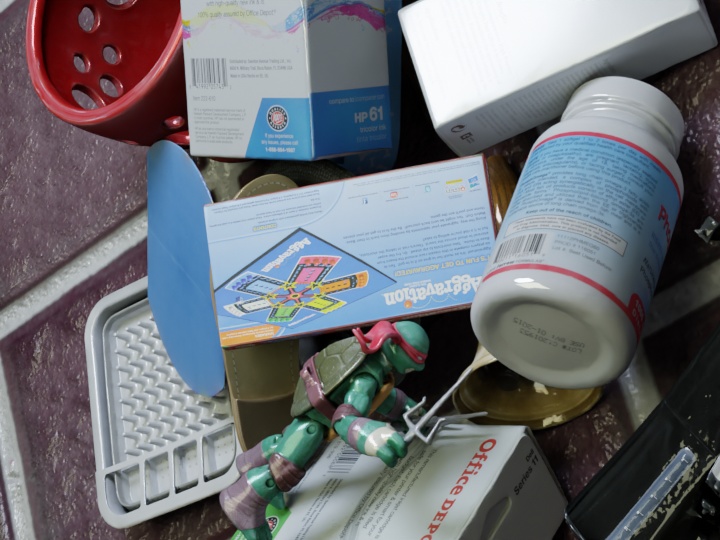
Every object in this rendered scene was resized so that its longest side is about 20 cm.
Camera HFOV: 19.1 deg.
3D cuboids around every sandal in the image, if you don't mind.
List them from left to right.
[{"bbox_3d":[-0.074,0.039,1.538,0.070,0.078,0.212,180,87,-74],"label":"sandal"}]

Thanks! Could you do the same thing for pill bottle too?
[{"bbox_3d":[0.151,-0.029,1.408,0.109,0.109,0.200,-11,43,40],"label":"pill bottle"}]

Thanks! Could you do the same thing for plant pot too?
[{"bbox_3d":[-0.137,-0.191,1.694,0.200,0.182,0.201,-11,73,39],"label":"plant pot"}]

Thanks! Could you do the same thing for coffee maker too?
[{"bbox_3d":[0.232,0.110,1.343,0.200,0.135,0.192,-52,31,17],"label":"coffee maker"}]

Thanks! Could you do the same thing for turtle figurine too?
[{"bbox_3d":[-0.003,0.097,1.428,0.200,0.150,0.101,-39,82,18],"label":"turtle figurine"}]

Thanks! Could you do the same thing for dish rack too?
[{"bbox_3d":[-0.147,0.099,1.725,0.172,0.044,0.200,-25,64,36],"label":"dish rack"}]

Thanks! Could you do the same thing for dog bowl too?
[{"bbox_3d":[-0.007,-0.159,1.609,0.111,0.049,0.200,-139,46,-64],"label":"dog bowl"}]

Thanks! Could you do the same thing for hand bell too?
[{"bbox_3d":[0.109,0.003,1.512,0.104,0.104,0.200,-31,47,32],"label":"hand bell"}]

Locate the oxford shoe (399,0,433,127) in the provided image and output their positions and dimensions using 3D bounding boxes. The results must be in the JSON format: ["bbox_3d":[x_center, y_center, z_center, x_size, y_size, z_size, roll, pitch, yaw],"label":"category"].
[{"bbox_3d":[0.043,-0.194,1.612,0.084,0.073,0.200,-38,55,35],"label":"oxford shoe"}]

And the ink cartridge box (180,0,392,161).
[{"bbox_3d":[-0.056,-0.183,1.525,0.144,0.085,0.200,6,103,48],"label":"ink cartridge box"}]

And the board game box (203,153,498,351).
[{"bbox_3d":[-0.004,-0.012,1.466,0.200,0.019,0.103,-10,77,9],"label":"board game box"}]

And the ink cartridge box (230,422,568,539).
[{"bbox_3d":[0.024,0.182,1.481,0.200,0.083,0.147,-2,40,42],"label":"ink cartridge box"}]

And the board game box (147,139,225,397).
[{"bbox_3d":[-0.118,-0.003,1.644,0.158,0.039,0.200,45,140,51],"label":"board game box"}]

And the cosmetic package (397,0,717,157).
[{"bbox_3d":[0.136,-0.168,1.481,0.200,0.074,0.102,-22,68,14],"label":"cosmetic package"}]

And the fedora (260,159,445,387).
[{"bbox_3d":[0.000,0.000,1.569,0.200,0.092,0.201,19,116,46],"label":"fedora"}]
